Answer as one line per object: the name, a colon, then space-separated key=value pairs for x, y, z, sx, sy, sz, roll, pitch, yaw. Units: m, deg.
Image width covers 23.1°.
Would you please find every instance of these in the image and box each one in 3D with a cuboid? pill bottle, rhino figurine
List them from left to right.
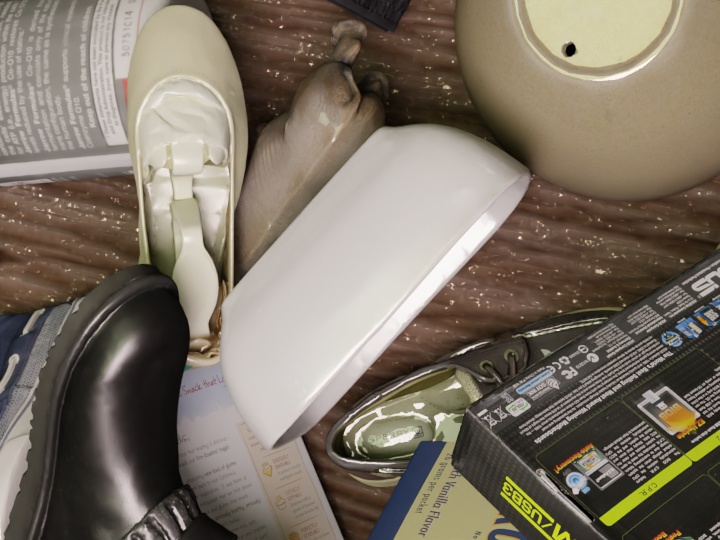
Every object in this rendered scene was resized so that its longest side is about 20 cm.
pill bottle: x=-0.191 y=-0.110 z=1.056 sx=0.198 sy=0.114 sz=0.115 roll=-4 pitch=89 yaw=15
rhino figurine: x=-0.045 y=-0.045 z=1.013 sx=0.059 sy=0.088 sz=0.200 roll=28 pitch=125 yaw=-13

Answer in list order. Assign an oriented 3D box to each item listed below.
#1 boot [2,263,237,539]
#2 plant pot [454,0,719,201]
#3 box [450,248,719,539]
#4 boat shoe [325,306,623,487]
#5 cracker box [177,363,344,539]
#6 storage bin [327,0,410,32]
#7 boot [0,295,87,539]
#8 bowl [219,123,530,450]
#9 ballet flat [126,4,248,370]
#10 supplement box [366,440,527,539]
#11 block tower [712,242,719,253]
boot: x=-0.091 y=0.119 z=0.890 sx=0.157 sy=0.079 sz=0.213 roll=29 pitch=115 yaw=26
plant pot: x=0.138 y=-0.140 z=0.954 sx=0.198 sy=0.134 sz=0.202 roll=0 pitch=91 yaw=15
box: x=0.175 y=0.092 z=0.796 sx=0.193 sy=0.199 sz=0.048 roll=43 pitch=141 yaw=25
boat shoe: x=0.073 y=0.077 z=1.007 sx=0.199 sy=0.066 sz=0.072 roll=-21 pitch=84 yaw=15
cracker box: x=-0.080 y=0.150 z=1.011 sx=0.057 sy=0.133 sz=0.201 roll=-28 pitch=82 yaw=40
storage bin: x=-0.035 y=-0.212 z=0.967 sx=0.135 sy=0.200 sz=0.094 roll=31 pitch=97 yaw=13
boot: x=-0.202 y=0.097 z=1.036 sx=0.090 sy=0.201 sz=0.073 roll=-9 pitch=126 yaw=22
bowl: x=0.000 y=0.000 z=0.952 sx=0.075 sy=0.200 sz=0.200 roll=42 pitch=93 yaw=6
ballet flat: x=-0.093 y=-0.042 z=0.959 sx=0.069 sy=0.069 sz=0.202 roll=1 pitch=100 yaw=16
supplement box: x=0.119 y=0.207 z=0.891 sx=0.198 sy=0.135 sz=0.201 roll=-2 pitch=126 yaw=30
block tower: x=0.201 y=0.021 z=0.932 sx=0.058 sy=0.054 sz=0.201 roll=30 pitch=70 yaw=16
